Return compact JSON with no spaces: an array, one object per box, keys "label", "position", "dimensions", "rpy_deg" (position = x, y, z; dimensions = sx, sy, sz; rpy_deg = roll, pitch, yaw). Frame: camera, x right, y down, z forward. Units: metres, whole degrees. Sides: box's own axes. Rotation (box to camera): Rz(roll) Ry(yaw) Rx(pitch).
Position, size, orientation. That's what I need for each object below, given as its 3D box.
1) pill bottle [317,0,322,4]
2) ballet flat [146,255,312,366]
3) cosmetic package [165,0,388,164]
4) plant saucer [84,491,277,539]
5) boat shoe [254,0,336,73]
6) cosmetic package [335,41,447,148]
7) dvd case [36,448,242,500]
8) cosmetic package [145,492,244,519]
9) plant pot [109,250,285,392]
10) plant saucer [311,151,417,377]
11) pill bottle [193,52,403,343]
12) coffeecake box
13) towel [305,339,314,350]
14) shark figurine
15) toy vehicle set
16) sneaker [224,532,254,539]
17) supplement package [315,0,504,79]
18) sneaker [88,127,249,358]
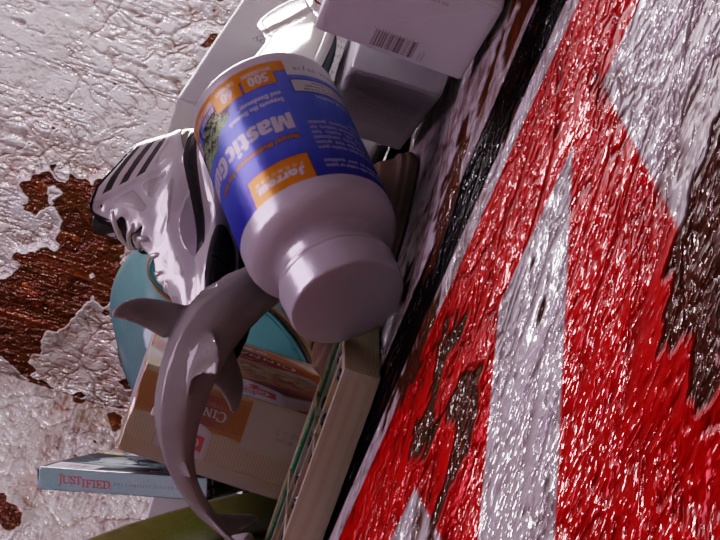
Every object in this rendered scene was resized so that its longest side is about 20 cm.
[{"label":"pill bottle","position":[0.015,-0.308,1.583],"dimensions":[0.200,0.111,0.111],"rpy_deg":[-46,7,1]},{"label":"ballet flat","position":[-0.099,0.042,1.730],"dimensions":[0.069,0.200,0.063],"rpy_deg":[-49,-11,18]},{"label":"cosmetic package","position":[-0.068,-0.110,1.724],"dimensions":[0.200,0.167,0.167],"rpy_deg":[-64,-2,-47]},{"label":"plant saucer","position":[-0.140,0.215,1.580],"dimensions":[0.200,0.199,0.031],"rpy_deg":[125,130,-72]},{"label":"boat shoe","position":[-0.044,-0.163,1.577],"dimensions":[0.062,0.073,0.200],"rpy_deg":[62,-173,-22]},{"label":"cosmetic package","position":[0.027,-0.167,1.527],"dimensions":[0.200,0.074,0.102],"rpy_deg":[128,159,-81]},{"label":"dvd case","position":[-0.151,0.161,1.610],"dimensions":[0.200,0.146,0.022],"rpy_deg":[3,-91,-72]},{"label":"cosmetic package","position":[-0.149,0.282,1.708],"dimensions":[0.074,0.101,0.201],"rpy_deg":[58,-130,-76]},{"label":"plant pot","position":[-0.146,0.076,1.967],"dimensions":[0.161,0.200,0.201],"rpy_deg":[-104,30,-57]},{"label":"plant saucer","position":[0.000,0.000,1.560],"dimensions":[0.200,0.029,0.201],"rpy_deg":[-163,90,-85]},{"label":"pill bottle","position":[-0.041,-0.050,1.402],"dimensions":[0.112,0.112,0.200],"rpy_deg":[113,145,-40]},{"label":"coffeecake box","position":[-0.104,0.109,1.579],"dimensions":[0.200,0.153,0.073],"rpy_deg":[-108,37,-80]},{"label":"towel","position":[-0.054,0.086,1.802],"dimensions":[0.133,0.034,0.200],"rpy_deg":[-93,23,-72]},{"label":"shark figurine","position":[-0.107,0.091,1.387],"dimensions":[0.089,0.128,0.215],"rpy_deg":[169,109,-65]},{"label":"toy vehicle set","position":[-0.030,0.140,1.411],"dimensions":[0.124,0.026,0.200],"rpy_deg":[-91,19,-73]},{"label":"sneaker","position":[-0.132,0.253,1.516],"dimensions":[0.200,0.118,0.074],"rpy_deg":[110,150,-71]},{"label":"supplement package","position":[0.056,-0.256,1.372],"dimensions":[0.110,0.113,0.200],"rpy_deg":[123,166,-66]},{"label":"sneaker","position":[-0.145,-0.012,1.509],"dimensions":[0.076,0.115,0.201],"rpy_deg":[42,-138,-58]}]
